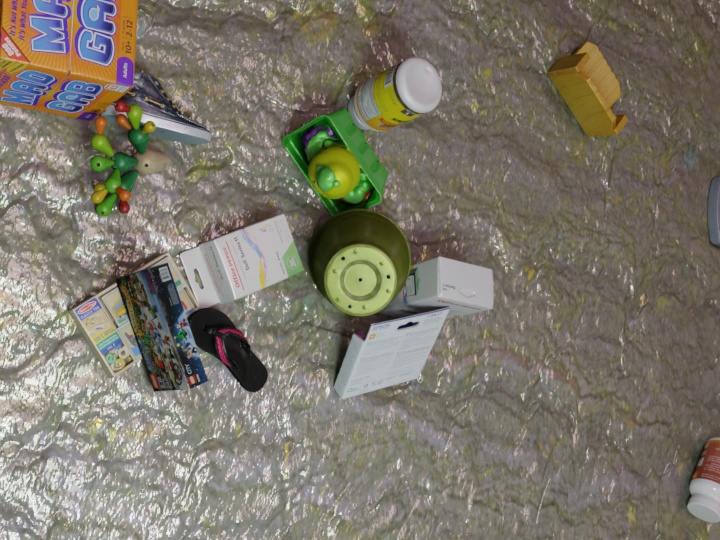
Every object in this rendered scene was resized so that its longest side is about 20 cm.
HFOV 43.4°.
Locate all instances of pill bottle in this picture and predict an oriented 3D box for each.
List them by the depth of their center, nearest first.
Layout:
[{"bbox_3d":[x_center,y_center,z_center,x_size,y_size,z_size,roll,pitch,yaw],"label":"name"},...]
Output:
[{"bbox_3d":[0.062,-0.342,1.800,0.109,0.200,0.110,6,79,-34],"label":"pill bottle"},{"bbox_3d":[0.916,0.540,2.331,0.112,0.112,0.200,47,60,-21],"label":"pill bottle"}]

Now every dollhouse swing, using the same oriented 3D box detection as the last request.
[{"bbox_3d":[0.595,-0.463,2.230,0.176,0.182,0.200,-41,107,-11],"label":"dollhouse swing"}]

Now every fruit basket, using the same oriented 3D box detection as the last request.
[{"bbox_3d":[-0.053,-0.189,1.721,0.215,0.155,0.217,22,59,-41],"label":"fruit basket"}]

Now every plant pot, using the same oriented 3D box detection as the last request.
[{"bbox_3d":[0.000,0.000,1.658,0.199,0.193,0.201,0,102,-1],"label":"plant pot"}]

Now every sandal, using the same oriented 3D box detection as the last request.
[{"bbox_3d":[-0.225,0.139,1.603,0.200,0.045,0.075,51,64,-26],"label":"sandal"}]

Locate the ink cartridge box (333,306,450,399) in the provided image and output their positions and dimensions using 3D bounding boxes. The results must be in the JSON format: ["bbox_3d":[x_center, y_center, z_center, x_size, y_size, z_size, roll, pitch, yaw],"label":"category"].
[{"bbox_3d":[0.059,0.148,1.746,0.196,0.201,0.043,-9,43,-36],"label":"ink cartridge box"}]

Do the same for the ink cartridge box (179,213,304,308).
[{"bbox_3d":[-0.213,-0.015,1.636,0.200,0.067,0.118,-25,98,-36],"label":"ink cartridge box"}]

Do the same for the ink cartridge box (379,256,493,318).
[{"bbox_3d":[0.147,0.041,1.800,0.144,0.200,0.084,12,72,-34],"label":"ink cartridge box"}]

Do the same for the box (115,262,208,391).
[{"bbox_3d":[-0.324,0.095,1.466,0.038,0.136,0.201,-21,95,-37],"label":"box"}]

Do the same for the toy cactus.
[{"bbox_3d":[-0.379,-0.183,1.515,0.165,0.102,0.201,-13,118,-61],"label":"toy cactus"}]

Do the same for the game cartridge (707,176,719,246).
[{"bbox_3d":[1.040,-0.160,2.574,0.133,0.041,0.201,17,73,-36],"label":"game cartridge"}]

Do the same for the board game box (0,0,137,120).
[{"bbox_3d":[-0.480,-0.373,1.418,0.199,0.200,0.201,6,79,-35],"label":"board game box"}]

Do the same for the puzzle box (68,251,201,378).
[{"bbox_3d":[-0.375,0.072,1.534,0.200,0.025,0.133,-37,104,-33],"label":"puzzle box"}]

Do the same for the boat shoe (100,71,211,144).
[{"bbox_3d":[-0.348,-0.286,1.578,0.200,0.071,0.091,14,79,-31],"label":"boat shoe"}]
